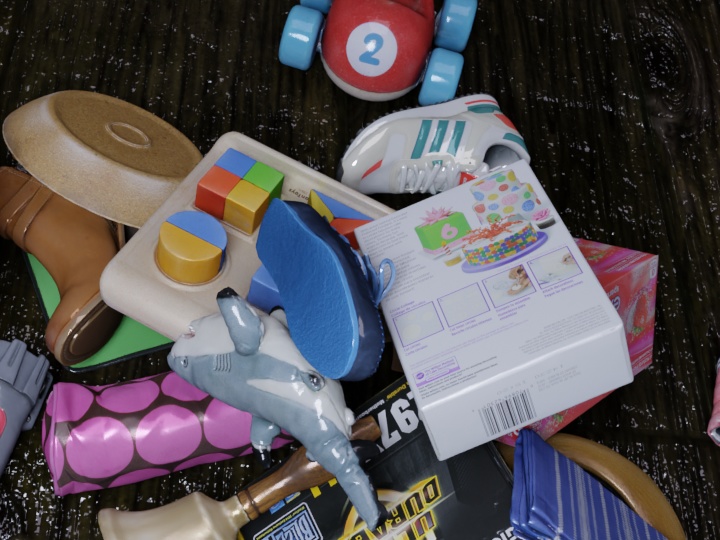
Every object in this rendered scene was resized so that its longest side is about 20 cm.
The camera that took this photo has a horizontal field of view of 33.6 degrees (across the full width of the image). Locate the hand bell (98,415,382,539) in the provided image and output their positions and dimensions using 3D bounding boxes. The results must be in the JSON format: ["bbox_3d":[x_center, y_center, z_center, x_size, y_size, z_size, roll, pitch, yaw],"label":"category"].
[{"bbox_3d":[-0.072,0.161,0.836,0.198,0.104,0.105,-31,63,-6],"label":"hand bell"}]

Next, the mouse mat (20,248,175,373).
[{"bbox_3d":[-0.183,-0.001,1.033,0.197,0.008,0.162,-15,59,-21],"label":"mouse mat"}]

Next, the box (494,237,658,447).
[{"bbox_3d":[0.152,0.053,0.962,0.094,0.104,0.199,14,25,38],"label":"box"}]

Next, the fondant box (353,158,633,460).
[{"bbox_3d":[0.088,0.021,0.845,0.142,0.059,0.201,-22,41,2],"label":"fondant box"}]

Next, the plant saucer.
[{"bbox_3d":[-0.204,-0.102,1.022,0.198,0.036,0.201,25,23,-11],"label":"plant saucer"}]

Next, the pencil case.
[{"bbox_3d":[-0.145,0.107,0.913,0.197,0.091,0.095,-10,59,-17],"label":"pencil case"}]

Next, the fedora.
[{"bbox_3d":[0.152,0.224,0.898,0.197,0.082,0.203,7,58,-11],"label":"fedora"}]

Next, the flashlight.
[{"bbox_3d":[-0.292,0.140,0.868,0.067,0.068,0.202,13,54,1],"label":"flashlight"}]

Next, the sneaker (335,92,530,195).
[{"bbox_3d":[0.074,-0.103,1.125,0.198,0.071,0.094,-20,55,-28],"label":"sneaker"}]

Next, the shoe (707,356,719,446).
[{"bbox_3d":[0.398,0.139,1.027,0.197,0.072,0.092,20,54,9],"label":"shoe"}]

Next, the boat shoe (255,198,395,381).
[{"bbox_3d":[-0.014,0.005,0.827,0.068,0.085,0.201,15,29,-28],"label":"boat shoe"}]

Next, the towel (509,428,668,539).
[{"bbox_3d":[0.180,0.196,0.804,0.199,0.024,0.145,40,17,-4],"label":"towel"}]

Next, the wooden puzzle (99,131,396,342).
[{"bbox_3d":[-0.077,-0.018,0.934,0.183,0.047,0.201,27,52,8],"label":"wooden puzzle"}]

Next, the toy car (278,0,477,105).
[{"bbox_3d":[0.032,-0.289,1.170,0.181,0.201,0.179,16,52,0],"label":"toy car"}]

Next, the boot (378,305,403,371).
[{"bbox_3d":[0.000,0.000,1.026,0.197,0.077,0.156,10,44,9],"label":"boot"}]

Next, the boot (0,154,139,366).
[{"bbox_3d":[-0.251,-0.022,0.974,0.154,0.077,0.201,26,47,0],"label":"boot"}]

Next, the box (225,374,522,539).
[{"bbox_3d":[0.018,0.182,0.854,0.199,0.049,0.161,-34,57,5],"label":"box"}]

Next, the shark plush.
[{"bbox_3d":[-0.048,0.099,0.823,0.200,0.091,0.084,43,97,13],"label":"shark plush"}]
